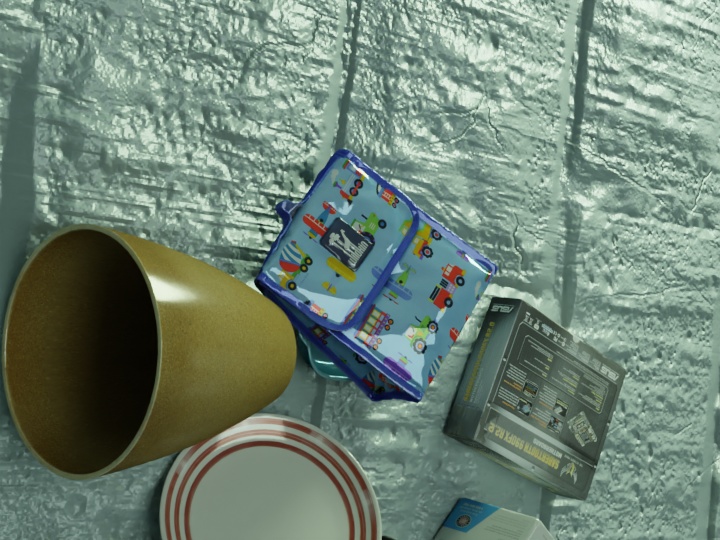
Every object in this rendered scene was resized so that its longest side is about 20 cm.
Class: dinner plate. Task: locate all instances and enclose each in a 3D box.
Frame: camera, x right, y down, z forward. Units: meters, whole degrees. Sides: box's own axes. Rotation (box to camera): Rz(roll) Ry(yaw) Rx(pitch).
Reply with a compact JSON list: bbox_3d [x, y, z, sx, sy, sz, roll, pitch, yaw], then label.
[{"bbox_3d":[-0.078,0.220,1.052,0.198,0.024,0.202,9,56,-13],"label":"dinner plate"}]

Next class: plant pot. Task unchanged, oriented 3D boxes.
[{"bbox_3d":[-0.148,0.066,0.963,0.199,0.185,0.189,6,88,-51],"label":"plant pot"}]

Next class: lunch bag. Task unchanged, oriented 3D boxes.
[{"bbox_3d":[0.000,0.000,1.088,0.200,0.094,0.151,40,68,-19],"label":"lunch bag"}]

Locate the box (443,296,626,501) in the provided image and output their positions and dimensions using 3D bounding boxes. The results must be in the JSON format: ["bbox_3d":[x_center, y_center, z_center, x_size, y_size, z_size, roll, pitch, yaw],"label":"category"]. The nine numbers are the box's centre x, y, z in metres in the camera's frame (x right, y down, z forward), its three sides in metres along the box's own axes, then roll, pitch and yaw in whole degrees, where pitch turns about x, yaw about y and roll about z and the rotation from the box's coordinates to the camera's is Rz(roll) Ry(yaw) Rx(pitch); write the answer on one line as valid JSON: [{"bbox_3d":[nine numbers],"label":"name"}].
[{"bbox_3d":[0.194,0.141,1.308,0.199,0.048,0.160,31,74,-35],"label":"box"}]

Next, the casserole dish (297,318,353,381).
[{"bbox_3d":[0.011,0.043,1.163,0.199,0.039,0.123,1,91,-39],"label":"casserole dish"}]

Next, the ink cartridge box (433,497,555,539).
[{"bbox_3d":[0.102,0.335,1.201,0.200,0.115,0.067,-52,122,-24],"label":"ink cartridge box"}]

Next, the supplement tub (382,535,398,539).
[{"bbox_3d":[-0.007,0.349,1.119,0.200,0.106,0.107,-52,121,-24],"label":"supplement tub"}]

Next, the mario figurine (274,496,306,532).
[{"bbox_3d":[-0.115,0.296,1.068,0.123,0.106,0.201,33,55,3],"label":"mario figurine"}]
